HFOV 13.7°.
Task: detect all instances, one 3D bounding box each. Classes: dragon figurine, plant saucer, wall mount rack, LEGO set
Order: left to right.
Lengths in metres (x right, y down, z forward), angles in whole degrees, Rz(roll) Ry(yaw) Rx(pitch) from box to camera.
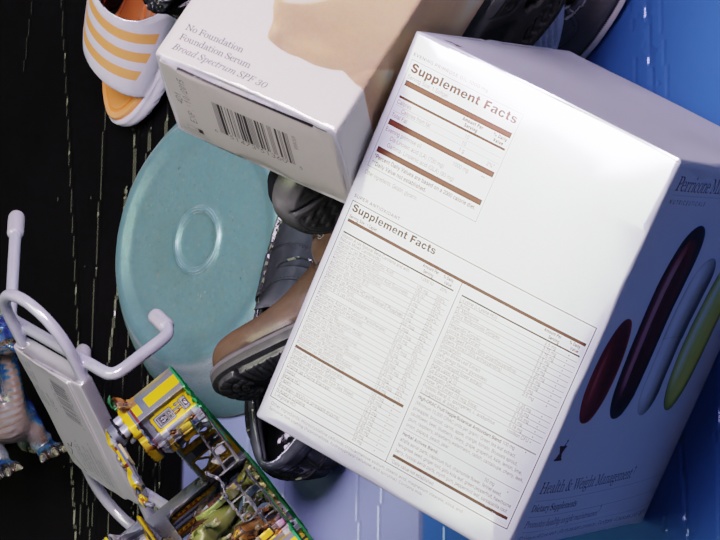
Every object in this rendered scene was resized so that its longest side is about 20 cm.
[{"bbox_3d":[-0.228,0.073,1.843,0.200,0.059,0.100,178,72,-75],"label":"dragon figurine"},{"bbox_3d":[-0.158,0.058,1.757,0.075,0.200,0.174,-40,43,-22],"label":"wall mount rack"},{"bbox_3d":[-0.088,0.164,1.640,0.116,0.154,0.200,-39,62,-2],"label":"LEGO set"},{"bbox_3d":[-0.085,-0.015,1.767,0.200,0.036,0.201,-14,71,44],"label":"plant saucer"}]

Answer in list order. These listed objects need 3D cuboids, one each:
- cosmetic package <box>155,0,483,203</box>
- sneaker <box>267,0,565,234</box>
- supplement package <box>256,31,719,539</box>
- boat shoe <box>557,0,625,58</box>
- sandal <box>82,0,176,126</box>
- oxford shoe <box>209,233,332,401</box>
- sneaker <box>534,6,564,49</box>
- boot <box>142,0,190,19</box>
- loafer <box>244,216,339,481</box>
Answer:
[{"bbox_3d":[-0.001,-0.142,1.428,0.105,0.071,0.200,23,67,19],"label":"cosmetic package"},{"bbox_3d":[0.005,-0.109,1.497,0.114,0.076,0.200,30,74,32],"label":"sneaker"},{"bbox_3d":[0.085,0.009,1.445,0.147,0.191,0.201,28,103,22],"label":"supplement package"},{"bbox_3d":[0.071,-0.126,1.612,0.200,0.057,0.067,-43,53,32],"label":"boat shoe"},{"bbox_3d":[-0.132,-0.178,1.811,0.207,0.059,0.079,-61,38,37],"label":"sandal"},{"bbox_3d":[0.000,0.000,1.607,0.200,0.073,0.085,-32,63,-1],"label":"oxford shoe"},{"bbox_3d":[0.031,-0.070,1.553,0.082,0.074,0.200,19,71,33],"label":"sneaker"},{"bbox_3d":[-0.078,-0.225,1.702,0.168,0.076,0.200,-52,55,15],"label":"boot"},{"bbox_3d":[-0.024,0.017,1.661,0.068,0.070,0.201,8,88,19],"label":"loafer"}]
